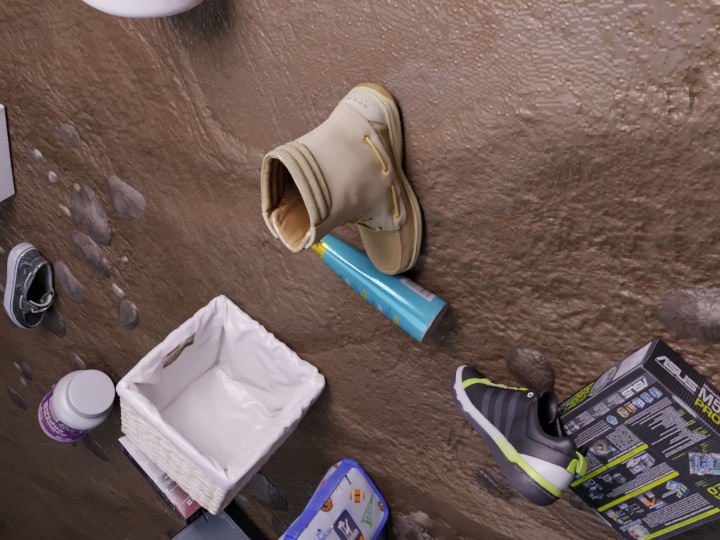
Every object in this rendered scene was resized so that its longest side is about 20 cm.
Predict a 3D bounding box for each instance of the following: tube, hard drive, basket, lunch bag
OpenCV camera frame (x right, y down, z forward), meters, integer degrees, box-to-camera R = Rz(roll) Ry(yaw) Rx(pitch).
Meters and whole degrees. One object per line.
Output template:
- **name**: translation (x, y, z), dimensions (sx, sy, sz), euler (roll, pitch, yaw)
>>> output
- **tube**: translation (0.000, 0.000, 0.856), dimensions (0.200, 0.050, 0.077), euler (35, 170, 15)
- **hard drive**: translation (-0.266, 0.524, 1.516), dimensions (0.140, 0.033, 0.200), euler (47, 125, 1)
- **basket**: translation (-0.189, 0.184, 1.072), dimensions (0.200, 0.198, 0.161), euler (38, 144, 10)
- **lunch bag**: translation (-0.045, 0.388, 1.131), dimensions (0.124, 0.170, 0.200), euler (18, 132, 27)

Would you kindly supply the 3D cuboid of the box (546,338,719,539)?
- **box**: translation (0.273, 0.173, 0.760), dimensions (0.160, 0.044, 0.200), euler (42, 141, 6)

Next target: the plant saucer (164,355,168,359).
- **plant saucer**: translation (-0.307, 0.229, 1.345), dimensions (0.200, 0.031, 0.200), euler (24, 137, 25)

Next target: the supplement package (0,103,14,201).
- **supplement package**: translation (-0.655, -0.201, 1.201), dimensions (0.200, 0.147, 0.191), euler (37, 140, 12)

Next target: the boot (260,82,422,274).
- **boot**: translation (-0.014, -0.052, 0.740), dimensions (0.073, 0.155, 0.200), euler (16, 132, 32)

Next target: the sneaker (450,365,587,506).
- **sneaker**: translation (0.162, 0.147, 0.792), dimensions (0.072, 0.083, 0.200), euler (34, -168, -33)

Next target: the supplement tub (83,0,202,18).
- **supplement tub**: translation (-0.196, -0.336, 0.684), dimensions (0.132, 0.132, 0.200), euler (29, 138, 20)

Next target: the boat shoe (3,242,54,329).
- **boat shoe**: translation (-0.578, 0.043, 1.398), dimensions (0.071, 0.072, 0.200), euler (37, 138, 19)

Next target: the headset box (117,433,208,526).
- **headset box**: translation (-0.330, 0.361, 1.406), dimensions (0.200, 0.077, 0.149), euler (47, 157, 9)

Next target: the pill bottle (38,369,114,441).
- **pill bottle**: translation (-0.533, 0.252, 1.506), dimensions (0.112, 0.112, 0.200), euler (50, 141, -4)
